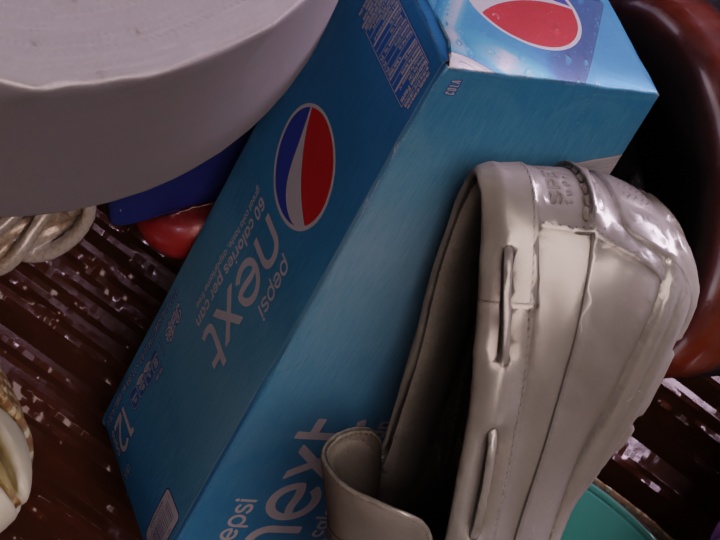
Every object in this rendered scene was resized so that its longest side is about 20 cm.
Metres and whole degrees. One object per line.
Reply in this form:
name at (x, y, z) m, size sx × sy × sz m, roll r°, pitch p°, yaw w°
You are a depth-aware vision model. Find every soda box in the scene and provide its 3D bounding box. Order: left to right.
soda box at (0.000, 0.000, 0.815) m, size 0.067 × 0.064 × 0.200 m, roll 5°, pitch 134°, yaw -30°

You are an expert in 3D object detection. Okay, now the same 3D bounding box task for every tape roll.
tape roll at (-0.091, -0.116, 0.722) m, size 0.199 × 0.066 × 0.201 m, roll 7°, pitch 62°, yaw -13°

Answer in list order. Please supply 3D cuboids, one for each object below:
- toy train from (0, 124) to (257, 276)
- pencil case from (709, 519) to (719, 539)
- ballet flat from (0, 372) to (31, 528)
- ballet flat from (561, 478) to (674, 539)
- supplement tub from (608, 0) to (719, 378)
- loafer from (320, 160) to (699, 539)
toy train at (-0.065, -0.068, 0.849) m, size 0.199 × 0.116 × 0.085 m, roll -16°, pitch 140°, yaw -9°
pencil case at (0.169, 0.056, 0.904) m, size 0.200 × 0.084 × 0.086 m, roll -47°, pitch 141°, yaw -43°
ballet flat at (-0.124, 0.041, 0.783) m, size 0.070 × 0.200 × 0.065 m, roll -41°, pitch 61°, yaw -8°
ballet flat at (0.096, 0.129, 0.919) m, size 0.200 × 0.065 × 0.071 m, roll 40°, pitch 74°, yaw 15°
supplement tub at (0.152, -0.027, 0.839) m, size 0.199 × 0.107 × 0.108 m, roll -3°, pitch 93°, yaw -29°
loafer at (0.017, 0.063, 0.769) m, size 0.069 × 0.070 × 0.201 m, roll 16°, pitch 104°, yaw -24°
